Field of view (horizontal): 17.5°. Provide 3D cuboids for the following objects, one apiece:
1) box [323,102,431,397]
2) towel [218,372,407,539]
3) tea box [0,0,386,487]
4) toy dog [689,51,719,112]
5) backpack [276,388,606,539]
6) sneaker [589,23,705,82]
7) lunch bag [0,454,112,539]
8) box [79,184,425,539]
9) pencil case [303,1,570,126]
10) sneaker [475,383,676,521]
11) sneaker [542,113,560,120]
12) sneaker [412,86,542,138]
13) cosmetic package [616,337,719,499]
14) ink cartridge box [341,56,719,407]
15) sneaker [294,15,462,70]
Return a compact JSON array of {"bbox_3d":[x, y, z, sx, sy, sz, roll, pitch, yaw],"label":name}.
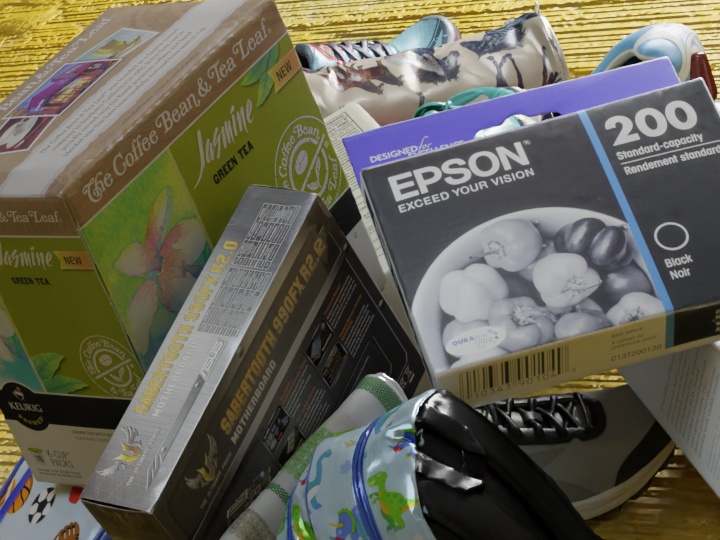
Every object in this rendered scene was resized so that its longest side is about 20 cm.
[{"bbox_3d":[0.000,0.000,1.479,0.127,0.109,0.200,-31,33,-5],"label":"box"},{"bbox_3d":[-0.009,0.166,1.202,0.031,0.150,0.200,-19,20,47],"label":"towel"},{"bbox_3d":[-0.114,-0.016,1.285,0.133,0.198,0.200,1,36,38],"label":"tea box"},{"bbox_3d":[0.246,-0.077,1.339,0.199,0.097,0.132,-8,23,-33],"label":"toy dog"},{"bbox_3d":[0.052,0.155,1.146,0.153,0.201,0.164,-13,36,24],"label":"backpack"},{"bbox_3d":[0.140,-0.063,1.414,0.072,0.201,0.072,37,27,16],"label":"sneaker"},{"bbox_3d":[-0.191,0.199,1.331,0.201,0.075,0.160,-56,33,-3],"label":"lunch bag"},{"bbox_3d":[-0.050,0.083,1.222,0.048,0.159,0.201,7,58,34],"label":"box"},{"bbox_3d":[0.043,-0.120,1.600,0.198,0.078,0.090,-13,49,-3],"label":"pencil case"},{"bbox_3d":[0.087,0.101,1.304,0.199,0.080,0.074,-19,33,4],"label":"sneaker"},{"bbox_3d":[0.121,-0.077,1.517,0.199,0.085,0.075,2,43,39],"label":"sneaker"},{"bbox_3d":[0.069,-0.083,1.445,0.078,0.079,0.200,-64,12,9],"label":"sneaker"},{"bbox_3d":[0.209,0.051,1.255,0.101,0.072,0.200,0,27,-19],"label":"cosmetic package"},{"bbox_3d":[0.105,-0.034,1.229,0.197,0.044,0.201,-15,51,-7],"label":"ink cartridge box"},{"bbox_3d":[-0.007,-0.130,1.673,0.200,0.096,0.079,-41,35,-19],"label":"sneaker"}]
